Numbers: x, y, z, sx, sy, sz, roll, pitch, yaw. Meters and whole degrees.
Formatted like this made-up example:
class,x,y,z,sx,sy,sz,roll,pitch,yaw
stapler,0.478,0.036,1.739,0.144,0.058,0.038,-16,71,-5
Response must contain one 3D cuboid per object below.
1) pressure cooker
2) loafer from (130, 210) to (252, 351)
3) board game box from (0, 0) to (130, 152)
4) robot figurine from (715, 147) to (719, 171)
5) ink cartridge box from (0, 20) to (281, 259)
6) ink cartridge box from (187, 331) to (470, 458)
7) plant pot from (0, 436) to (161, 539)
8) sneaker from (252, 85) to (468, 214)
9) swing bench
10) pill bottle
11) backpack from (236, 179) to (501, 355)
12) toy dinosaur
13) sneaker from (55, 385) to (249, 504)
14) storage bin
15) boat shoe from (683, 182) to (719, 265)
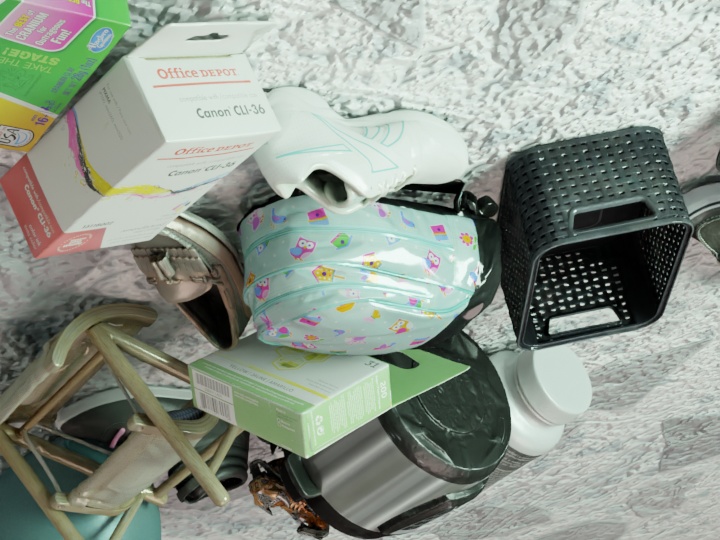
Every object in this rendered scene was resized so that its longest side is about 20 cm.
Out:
class,x,y,z,sx,sy,sz,roll,pitch,yaw
pressure cooker,0.025,0.155,1.645,0.175,0.180,0.200,31,133,-25
loafer,-0.131,0.007,1.384,0.071,0.064,0.200,4,161,22
board game box,-0.264,-0.143,1.071,0.198,0.041,0.153,7,147,-36
robot figurine,0.385,-0.104,1.391,0.145,0.058,0.199,44,125,-13
ink cartridge box,-0.138,-0.088,1.175,0.200,0.068,0.116,-37,165,38
ink cartridge box,-0.025,0.081,1.466,0.199,0.145,0.048,-26,121,-38
plant pot,-0.272,0.237,1.679,0.199,0.200,0.136,14,108,-43
sneaker,0.000,-0.077,1.287,0.198,0.081,0.070,5,147,-36
swing bench,-0.221,0.143,1.517,0.200,0.130,0.199,41,130,-12
pill bottle,0.136,0.150,1.755,0.110,0.112,0.200,11,145,-40
backpack,0.000,0.000,1.381,0.198,0.128,0.167,10,147,-37
toy dinosaur,-0.047,0.212,1.760,0.101,0.137,0.200,-20,153,11
sneaker,-0.189,0.169,1.649,0.198,0.100,0.071,3,151,-27
storage bin,0.191,-0.024,1.466,0.134,0.095,0.201,-11,154,-6
boat shoe,0.353,-0.025,1.564,0.072,0.072,0.199,-32,147,34
